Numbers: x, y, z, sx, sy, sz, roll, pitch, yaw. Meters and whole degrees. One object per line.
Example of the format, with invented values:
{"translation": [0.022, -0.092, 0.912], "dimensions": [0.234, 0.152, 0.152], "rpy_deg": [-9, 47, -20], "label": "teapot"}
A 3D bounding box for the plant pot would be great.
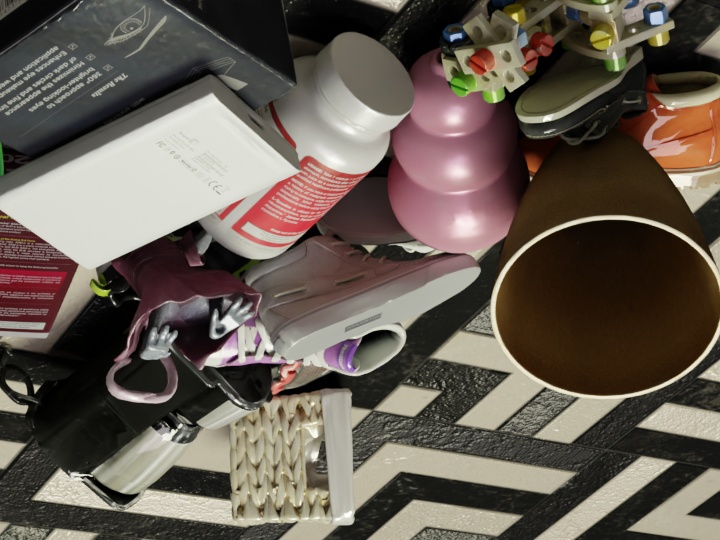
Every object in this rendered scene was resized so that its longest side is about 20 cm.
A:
{"translation": [0.202, -0.026, 1.639], "dimensions": [0.186, 0.200, 0.186], "rpy_deg": [2, 126, 3], "label": "plant pot"}

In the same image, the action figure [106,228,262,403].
{"translation": [-0.169, 0.007, 1.692], "dimensions": [0.134, 0.200, 0.149], "rpy_deg": [14, 113, -38], "label": "action figure"}

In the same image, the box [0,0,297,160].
{"translation": [-0.189, -0.175, 1.478], "dimensions": [0.197, 0.118, 0.200], "rpy_deg": [-29, 143, 26], "label": "box"}

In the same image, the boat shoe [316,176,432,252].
{"translation": [0.057, -0.045, 1.792], "dimensions": [0.200, 0.074, 0.065], "rpy_deg": [-5, 142, -8], "label": "boat shoe"}

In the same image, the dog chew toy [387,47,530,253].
{"translation": [0.081, -0.108, 1.669], "dimensions": [0.124, 0.125, 0.200], "rpy_deg": [-10, 139, -2], "label": "dog chew toy"}

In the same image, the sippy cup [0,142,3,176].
{"translation": [-0.369, -0.090, 1.551], "dimensions": [0.130, 0.178, 0.140], "rpy_deg": [-9, -168, 15], "label": "sippy cup"}

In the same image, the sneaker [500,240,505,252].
{"translation": [0.202, -0.035, 1.856], "dimensions": [0.090, 0.070, 0.200], "rpy_deg": [-4, 155, -19], "label": "sneaker"}

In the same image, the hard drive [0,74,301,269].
{"translation": [-0.164, -0.072, 1.514], "dimensions": [0.200, 0.026, 0.132], "rpy_deg": [-23, 146, 19], "label": "hard drive"}

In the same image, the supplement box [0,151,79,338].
{"translation": [-0.306, -0.020, 1.726], "dimensions": [0.109, 0.061, 0.200], "rpy_deg": [4, 144, -23], "label": "supplement box"}

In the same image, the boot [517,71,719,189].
{"translation": [0.228, -0.127, 1.740], "dimensions": [0.200, 0.075, 0.107], "rpy_deg": [-6, 128, -1], "label": "boot"}

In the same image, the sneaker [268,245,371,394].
{"translation": [-0.038, 0.045, 1.904], "dimensions": [0.098, 0.071, 0.200], "rpy_deg": [-1, 139, -47], "label": "sneaker"}

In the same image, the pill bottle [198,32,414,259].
{"translation": [-0.049, -0.105, 1.632], "dimensions": [0.112, 0.112, 0.200], "rpy_deg": [16, 138, -35], "label": "pill bottle"}

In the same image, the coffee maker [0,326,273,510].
{"translation": [-0.214, 0.107, 1.869], "dimensions": [0.192, 0.135, 0.200], "rpy_deg": [31, 123, -32], "label": "coffee maker"}

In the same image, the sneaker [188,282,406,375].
{"translation": [-0.057, 0.057, 1.757], "dimensions": [0.200, 0.114, 0.073], "rpy_deg": [-10, 115, -19], "label": "sneaker"}

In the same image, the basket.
{"translation": [-0.070, 0.193, 2.002], "dimensions": [0.123, 0.136, 0.200], "rpy_deg": [-2, 172, -2], "label": "basket"}

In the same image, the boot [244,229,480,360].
{"translation": [0.000, 0.000, 1.717], "dimensions": [0.200, 0.096, 0.074], "rpy_deg": [-20, 158, -20], "label": "boot"}

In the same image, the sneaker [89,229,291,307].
{"translation": [-0.153, 0.011, 1.800], "dimensions": [0.200, 0.083, 0.072], "rpy_deg": [3, 145, -21], "label": "sneaker"}

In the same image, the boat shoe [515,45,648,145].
{"translation": [0.187, -0.133, 1.607], "dimensions": [0.072, 0.068, 0.200], "rpy_deg": [0, -164, 29], "label": "boat shoe"}

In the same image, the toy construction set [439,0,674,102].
{"translation": [0.139, -0.180, 1.543], "dimensions": [0.200, 0.131, 0.092], "rpy_deg": [-24, 121, -41], "label": "toy construction set"}
